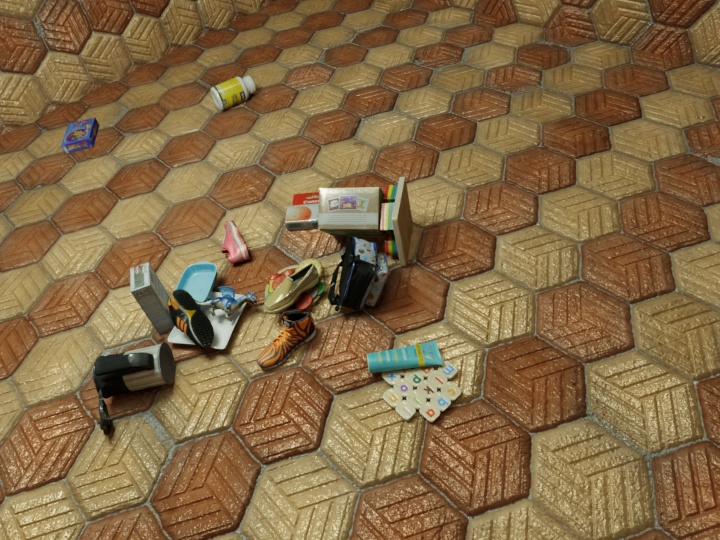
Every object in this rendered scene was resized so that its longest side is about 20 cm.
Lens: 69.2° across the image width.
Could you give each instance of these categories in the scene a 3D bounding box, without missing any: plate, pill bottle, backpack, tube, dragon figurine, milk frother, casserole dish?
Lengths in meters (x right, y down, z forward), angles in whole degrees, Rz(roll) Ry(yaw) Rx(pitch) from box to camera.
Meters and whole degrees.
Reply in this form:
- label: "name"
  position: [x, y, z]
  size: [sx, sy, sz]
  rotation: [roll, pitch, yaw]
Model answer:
- label: "plate"
  position: [-0.458, 0.153, 1.590]
  size: [0.195, 0.033, 0.202]
  rotation: [5, 49, 15]
- label: "pill bottle"
  position: [-0.607, -0.856, 2.499]
  size: [0.198, 0.113, 0.112]
  rotation: [-31, 49, -18]
- label: "backpack"
  position: [0.000, 0.000, 1.548]
  size: [0.151, 0.202, 0.192]
  rotation: [15, 35, -18]
- label: "tube"
  position: [0.115, 0.234, 1.389]
  size: [0.195, 0.051, 0.079]
  rotation: [-9, 51, -3]
- label: "dragon figurine"
  position: [-0.408, 0.089, 1.573]
  size: [0.195, 0.060, 0.100]
  rotation: [13, 47, 11]
- label: "milk frother"
  position: [-0.615, 0.317, 1.416]
  size: [0.184, 0.181, 0.205]
  rotation: [-12, 89, -1]
- label: "casserole dish"
  position: [-0.518, 0.054, 1.647]
  size: [0.118, 0.039, 0.203]
  rotation: [-3, 45, 10]

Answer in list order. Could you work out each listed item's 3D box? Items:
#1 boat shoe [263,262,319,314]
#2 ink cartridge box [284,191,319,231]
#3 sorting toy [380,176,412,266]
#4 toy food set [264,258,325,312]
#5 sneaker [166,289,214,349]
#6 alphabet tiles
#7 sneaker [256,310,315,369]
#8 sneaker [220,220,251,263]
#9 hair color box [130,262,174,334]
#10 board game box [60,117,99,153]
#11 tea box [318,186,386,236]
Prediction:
- label: "boat shoe"
  position: [-0.210, 0.045, 1.547]
  size: [0.071, 0.077, 0.199]
  rotation: [32, 60, 33]
- label: "ink cartridge box"
  position: [-0.182, -0.232, 1.886]
  size: [0.158, 0.051, 0.203]
  rotation: [-4, 50, 6]
- label: "sorting toy"
  position: [0.111, -0.153, 1.654]
  size: [0.068, 0.202, 0.201]
  rotation: [0, 47, 15]
- label: "toy food set"
  position: [-0.204, 0.051, 1.626]
  size: [0.195, 0.049, 0.201]
  rotation: [-8, 47, 2]
- label: "sneaker"
  position: [-0.500, 0.157, 1.527]
  size: [0.069, 0.090, 0.201]
  rotation: [-16, 65, -53]
- label: "alphabet tiles"
  position: [0.156, 0.296, 1.356]
  size: [0.199, 0.015, 0.195]
  rotation: [-36, 49, -22]
- label: "sneaker"
  position: [-0.217, 0.181, 1.463]
  size: [0.199, 0.113, 0.077]
  rotation: [-39, 52, -24]
- label: "sneaker"
  position: [-0.447, -0.099, 1.794]
  size: [0.085, 0.075, 0.201]
  rotation: [-26, 48, -13]
- label: "hair color box"
  position: [-0.619, 0.086, 1.564]
  size: [0.059, 0.202, 0.100]
  rotation: [-18, 46, -8]
- label: "board game box"
  position: [-1.333, -0.646, 2.484]
  size: [0.131, 0.045, 0.202]
  rotation: [-14, 46, -2]
- label: "tea box"
  position: [-0.020, -0.186, 1.688]
  size: [0.195, 0.197, 0.137]
  rotation: [1, 87, 12]
